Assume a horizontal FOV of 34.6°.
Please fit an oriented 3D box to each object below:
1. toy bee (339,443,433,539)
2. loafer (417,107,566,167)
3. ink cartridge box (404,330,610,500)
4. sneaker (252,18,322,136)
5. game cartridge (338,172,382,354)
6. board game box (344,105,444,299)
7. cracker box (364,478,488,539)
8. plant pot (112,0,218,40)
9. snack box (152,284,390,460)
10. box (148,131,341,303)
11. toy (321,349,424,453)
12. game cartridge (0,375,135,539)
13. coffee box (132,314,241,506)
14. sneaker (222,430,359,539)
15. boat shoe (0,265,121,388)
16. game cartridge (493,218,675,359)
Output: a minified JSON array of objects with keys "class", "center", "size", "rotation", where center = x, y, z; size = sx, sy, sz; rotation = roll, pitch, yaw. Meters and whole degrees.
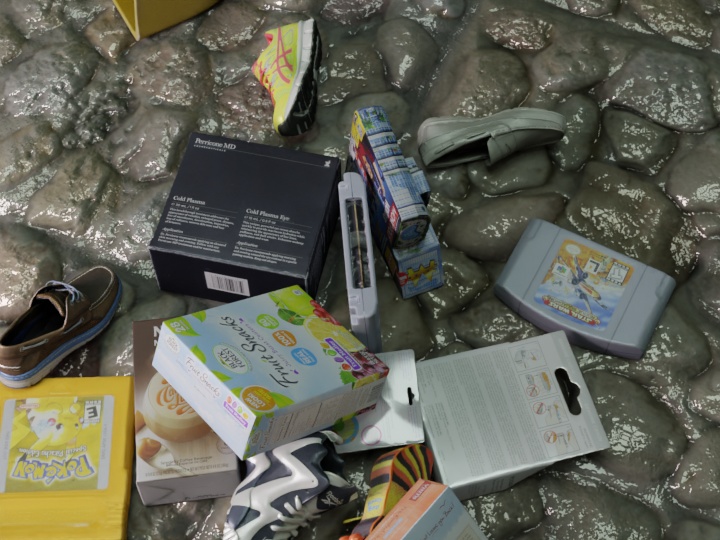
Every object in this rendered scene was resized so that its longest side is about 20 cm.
[{"class":"toy bee","center":[0.032,0.272,1.229],"size":[0.108,0.131,0.200],"rotation":[25,34,-33]},{"class":"loafer","center":[0.176,-0.171,1.538],"size":[0.199,0.070,0.070],"rotation":[-7,63,5]},{"class":"ink cartridge box","center":[0.165,0.168,1.343],"size":[0.199,0.057,0.163],"rotation":[-10,59,-12]},{"class":"sneaker","center":[-0.107,-0.261,1.594],"size":[0.090,0.078,0.201],"rotation":[-1,53,9]},{"class":"game cartridge","center":[0.000,0.000,1.392],"size":[0.041,0.133,0.201],"rotation":[-4,60,-3]},{"class":"board game box","center":[0.048,-0.078,1.430],"size":[0.061,0.200,0.201],"rotation":[-20,75,-11]},{"class":"cracker box","center":[0.084,0.330,1.170],"size":[0.134,0.058,0.200],"rotation":[-43,111,-23]},{"class":"plant pot","center":[-0.269,-0.485,1.666],"size":[0.199,0.196,0.195],"rotation":[-21,60,-22]},{"class":"snack box","center":[-0.097,0.105,1.266],"size":[0.200,0.068,0.169],"rotation":[-17,46,-43]},{"class":"box","center":[-0.138,-0.057,1.445],"size":[0.199,0.104,0.183],"rotation":[11,60,7]},{"class":"toy","center":[-0.030,0.164,1.344],"size":[0.199,0.047,0.116],"rotation":[-7,62,2]},{"class":"game cartridge","center":[-0.348,0.217,1.321],"size":[0.175,0.032,0.201],"rotation":[-2,57,-1]},{"class":"coffee box","center":[-0.201,0.157,1.328],"size":[0.114,0.080,0.201],"rotation":[-7,59,-5]},{"class":"sneaker","center":[-0.067,0.257,1.239],"size":[0.129,0.080,0.200],"rotation":[-1,62,25]},{"class":"boat shoe","center":[-0.356,0.053,1.382],"size":[0.072,0.073,0.200],"rotation":[22,49,17]},{"class":"game cartridge","center":[0.275,0.026,1.435],"size":[0.199,0.042,0.133],"rotation":[25,58,14]}]
